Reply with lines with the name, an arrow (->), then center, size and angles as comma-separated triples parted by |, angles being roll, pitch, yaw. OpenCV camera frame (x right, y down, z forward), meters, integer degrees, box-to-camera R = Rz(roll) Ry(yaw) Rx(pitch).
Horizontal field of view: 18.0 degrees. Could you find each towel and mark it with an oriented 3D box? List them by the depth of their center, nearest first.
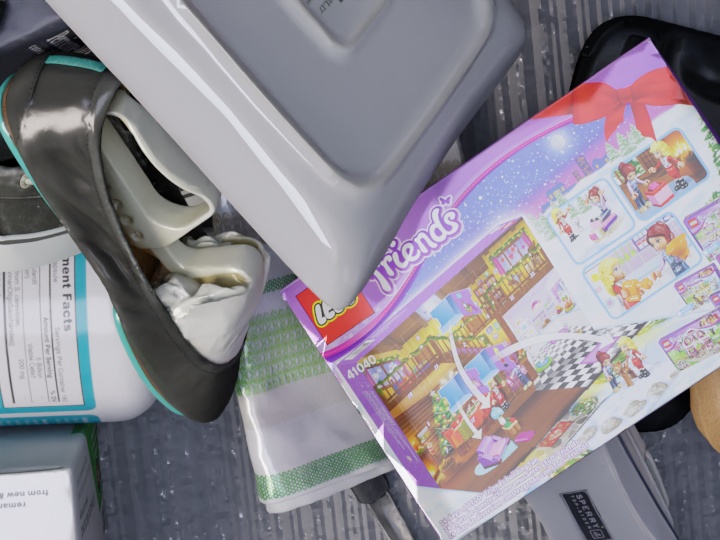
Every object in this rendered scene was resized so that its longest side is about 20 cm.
towel -> 0.000, 0.000, 1.075 | 0.149, 0.031, 0.201 | -17, 106, -37

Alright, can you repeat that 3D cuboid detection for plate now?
plate -> -0.021, -0.118, 0.963 | 0.200, 0.032, 0.200 | 48, 51, -16

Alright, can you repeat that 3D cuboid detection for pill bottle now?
pill bottle -> -0.161, 0.018, 1.076 | 0.198, 0.111, 0.112 | -2, 99, -2

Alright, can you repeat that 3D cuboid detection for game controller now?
game controller -> 0.138, -0.021, 1.120 | 0.104, 0.042, 0.201 | 12, 99, -18

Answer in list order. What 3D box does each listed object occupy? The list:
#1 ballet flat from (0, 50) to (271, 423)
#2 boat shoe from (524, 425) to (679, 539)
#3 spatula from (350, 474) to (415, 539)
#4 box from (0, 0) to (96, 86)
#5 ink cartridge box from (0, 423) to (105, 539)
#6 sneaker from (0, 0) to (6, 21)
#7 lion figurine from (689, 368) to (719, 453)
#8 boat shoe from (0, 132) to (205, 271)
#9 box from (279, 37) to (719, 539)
ballet flat -> -0.083, -0.009, 0.965 | 0.068, 0.068, 0.200 | -8, 132, 27
boat shoe -> 0.121, 0.110, 1.107 | 0.073, 0.066, 0.201 | -5, 131, 20
spatula -> 0.016, 0.128, 1.142 | 0.056, 0.021, 0.201 | -31, 97, -3
box -> -0.214, -0.116, 1.004 | 0.199, 0.197, 0.118 | -23, 89, 2
ink cartridge box -> -0.162, 0.176, 1.083 | 0.083, 0.146, 0.201 | -4, 99, -2
sneaker -> -0.173, -0.156, 0.878 | 0.080, 0.074, 0.201 | 14, 87, 16
lion figurine -> 0.171, 0.027, 1.076 | 0.122, 0.072, 0.201 | -33, 102, -19
boat shoe -> -0.099, -0.061, 1.036 | 0.071, 0.199, 0.064 | 39, 135, 25
box -> 0.083, 0.010, 1.007 | 0.199, 0.039, 0.137 | -34, 87, 7
